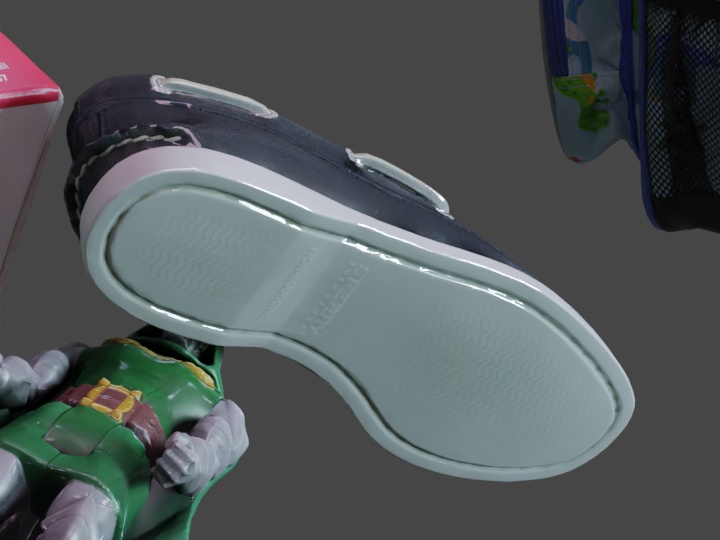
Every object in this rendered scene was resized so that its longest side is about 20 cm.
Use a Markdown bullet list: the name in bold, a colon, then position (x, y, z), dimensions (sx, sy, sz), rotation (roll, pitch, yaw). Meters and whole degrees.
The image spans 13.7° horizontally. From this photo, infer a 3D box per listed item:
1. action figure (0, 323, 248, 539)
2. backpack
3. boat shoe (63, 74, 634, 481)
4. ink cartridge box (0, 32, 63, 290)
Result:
- **action figure**: position (-0.079, 0.055, 0.806), dimensions (0.118, 0.055, 0.200), rotation (23, 25, 9)
- **backpack**: position (0.147, -0.127, 1.093), dimensions (0.146, 0.201, 0.183), rotation (9, 27, 21)
- **boat shoe**: position (0.000, 0.000, 0.877), dimensions (0.200, 0.076, 0.060), rotation (32, 25, -36)
- **ink cartridge box**: position (-0.209, -0.066, 0.886), dimensions (0.144, 0.085, 0.200), rotation (-13, 45, -44)
